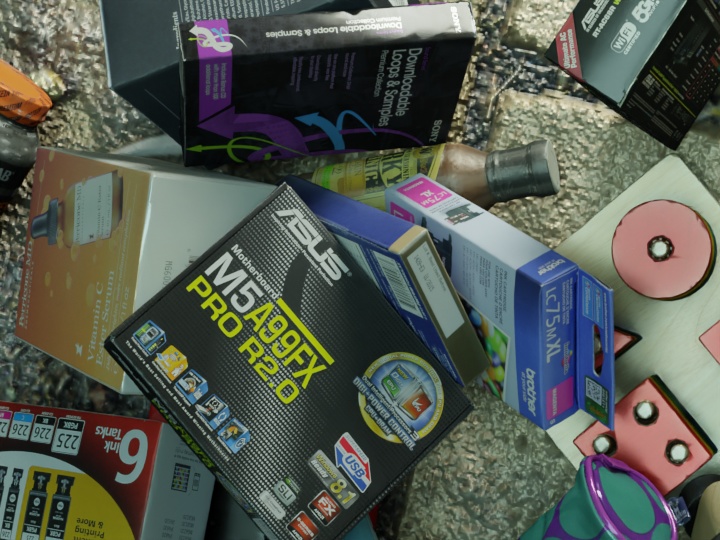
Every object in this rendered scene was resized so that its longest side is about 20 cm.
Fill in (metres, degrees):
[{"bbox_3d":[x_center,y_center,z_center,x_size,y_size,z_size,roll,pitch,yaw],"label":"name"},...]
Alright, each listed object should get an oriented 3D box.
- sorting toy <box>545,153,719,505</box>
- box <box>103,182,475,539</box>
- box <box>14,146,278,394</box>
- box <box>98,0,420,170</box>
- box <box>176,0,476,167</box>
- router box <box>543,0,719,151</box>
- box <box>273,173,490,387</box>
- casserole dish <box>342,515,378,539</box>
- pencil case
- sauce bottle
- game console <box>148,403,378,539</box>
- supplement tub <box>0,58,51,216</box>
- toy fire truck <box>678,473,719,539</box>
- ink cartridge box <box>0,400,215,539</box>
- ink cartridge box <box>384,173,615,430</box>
[{"bbox_3d":[0.203,0.054,1.064,0.200,0.070,0.199,-41,77,13],"label":"sorting toy"},{"bbox_3d":[-0.047,0.070,1.004,0.160,0.044,0.200,-41,94,-17],"label":"box"},{"bbox_3d":[-0.161,-0.003,1.111,0.199,0.106,0.154,15,98,54],"label":"box"},{"bbox_3d":[-0.067,-0.177,1.105,0.198,0.148,0.108,-19,64,16],"label":"box"},{"bbox_3d":[-0.027,-0.127,1.056,0.198,0.143,0.036,-7,65,-9],"label":"box"},{"bbox_3d":[0.208,-0.170,0.997,0.062,0.200,0.150,37,99,20],"label":"router box"},{"bbox_3d":[0.000,0.000,1.063,0.032,0.122,0.199,-41,35,-20],"label":"box"},{"bbox_3d":[-0.016,0.206,1.072,0.038,0.121,0.201,-10,60,-19],"label":"casserole dish"},{"bbox_3d":[0.132,0.212,1.036,0.085,0.093,0.200,23,127,-20],"label":"pencil case"},{"bbox_3d":[0.047,-0.059,1.122,0.198,0.065,0.065,-11,86,16],"label":"sauce bottle"},{"bbox_3d":[-0.076,0.134,1.178,0.198,0.031,0.179,9,86,17],"label":"game console"},{"bbox_3d":[-0.340,-0.077,1.216,0.122,0.122,0.201,37,100,15],"label":"supplement tub"},{"bbox_3d":[0.307,0.243,1.001,0.198,0.129,0.178,6,112,-3],"label":"toy fire truck"},{"bbox_3d":[-0.220,0.197,1.154,0.198,0.084,0.177,3,78,31],"label":"ink cartridge box"},{"bbox_3d":[0.092,0.025,1.032,0.199,0.042,0.120,32,138,43],"label":"ink cartridge box"}]
